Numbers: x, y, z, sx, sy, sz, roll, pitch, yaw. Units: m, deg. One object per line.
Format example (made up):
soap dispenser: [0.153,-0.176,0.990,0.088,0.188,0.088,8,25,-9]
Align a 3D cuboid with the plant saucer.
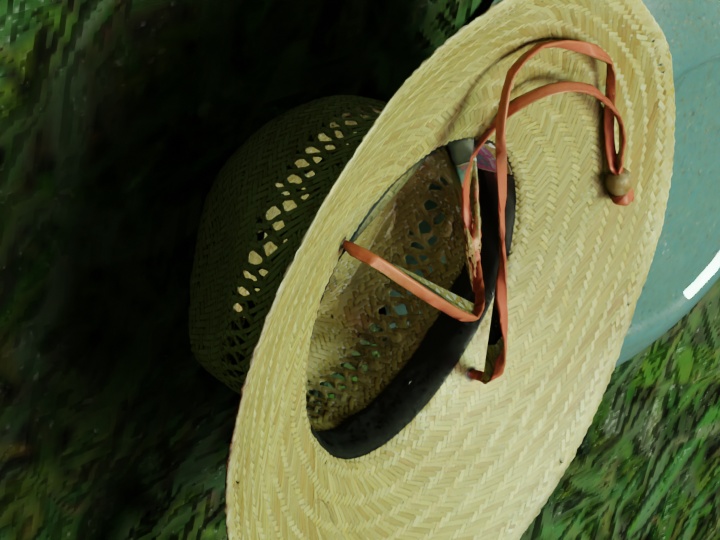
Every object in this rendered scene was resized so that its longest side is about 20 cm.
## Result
plant saucer: [0.092,-0.032,0.823,0.200,0.039,0.202,-32,140,-31]

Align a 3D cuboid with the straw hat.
straw hat: [0.000,0.000,0.699,0.201,0.085,0.202,-35,138,-38]
